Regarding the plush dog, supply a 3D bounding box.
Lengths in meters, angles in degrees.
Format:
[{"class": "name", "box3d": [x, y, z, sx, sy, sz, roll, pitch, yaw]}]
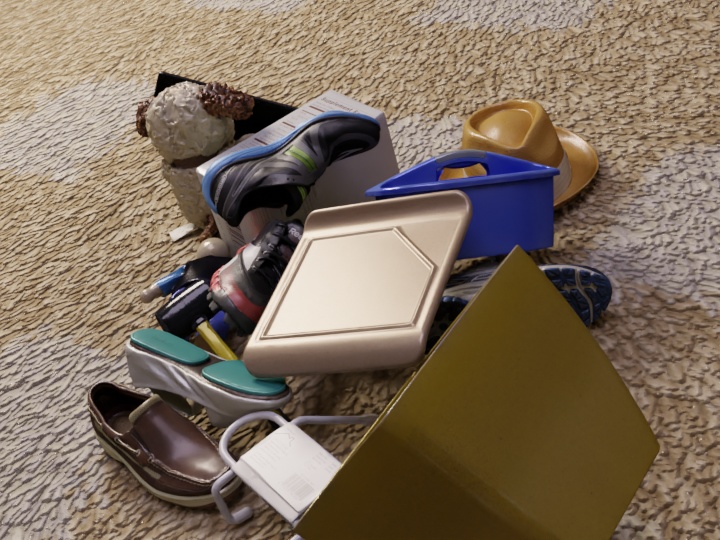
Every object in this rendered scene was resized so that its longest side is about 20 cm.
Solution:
[{"class": "plush dog", "box3d": [-0.189, -0.140, 1.530, 0.198, 0.173, 0.161, -7, 34, 29]}]

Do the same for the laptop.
[{"class": "laptop", "box3d": [-0.165, -0.219, 1.637, 0.185, 0.200, 0.117, 13, 65, -11]}]

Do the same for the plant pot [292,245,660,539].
[{"class": "plant pot", "box3d": [0.098, 0.143, 0.958, 0.176, 0.200, 0.200, 39, 51, 4]}]

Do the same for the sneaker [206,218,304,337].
[{"class": "sneaker", "box3d": [-0.092, -0.001, 1.305, 0.098, 0.071, 0.201, -41, 7, 19]}]

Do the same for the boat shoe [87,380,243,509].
[{"class": "boat shoe", "box3d": [-0.191, 0.155, 1.203, 0.201, 0.076, 0.075, 16, 45, 40]}]

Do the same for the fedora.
[{"class": "fedora", "box3d": [0.168, -0.134, 1.449, 0.198, 0.083, 0.202, -13, 34, 9]}]

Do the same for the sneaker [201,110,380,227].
[{"class": "sneaker", "box3d": [-0.065, -0.102, 1.352, 0.198, 0.071, 0.083, -25, 65, -12]}]

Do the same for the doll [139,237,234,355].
[{"class": "doll", "box3d": [-0.174, 0.026, 1.410, 0.134, 0.049, 0.201, -8, 34, 10]}]

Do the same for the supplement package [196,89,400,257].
[{"class": "supplement package", "box3d": [-0.065, -0.099, 1.478, 0.199, 0.118, 0.117, -33, 36, -22]}]

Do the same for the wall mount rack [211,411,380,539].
[{"class": "wall mount rack", "box3d": [-0.026, 0.176, 1.104, 0.173, 0.075, 0.199, -35, 37, -19]}]

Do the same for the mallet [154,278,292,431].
[{"class": "mallet", "box3d": [-0.135, 0.093, 1.264, 0.065, 0.041, 0.201, -30, 56, -8]}]

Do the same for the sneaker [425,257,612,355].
[{"class": "sneaker", "box3d": [0.141, 0.019, 1.250, 0.197, 0.078, 0.086, -9, 29, 12]}]

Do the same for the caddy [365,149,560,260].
[{"class": "caddy", "box3d": [0.104, -0.068, 1.305, 0.197, 0.107, 0.141, -7, 5, -7]}]

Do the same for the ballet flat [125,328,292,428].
[{"class": "ballet flat", "box3d": [-0.143, 0.110, 1.218, 0.198, 0.070, 0.069, 17, 46, 34]}]

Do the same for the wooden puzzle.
[{"class": "wooden puzzle", "box3d": [0.002, 0.016, 1.189, 0.183, 0.037, 0.201, -7, 43, 29]}]
